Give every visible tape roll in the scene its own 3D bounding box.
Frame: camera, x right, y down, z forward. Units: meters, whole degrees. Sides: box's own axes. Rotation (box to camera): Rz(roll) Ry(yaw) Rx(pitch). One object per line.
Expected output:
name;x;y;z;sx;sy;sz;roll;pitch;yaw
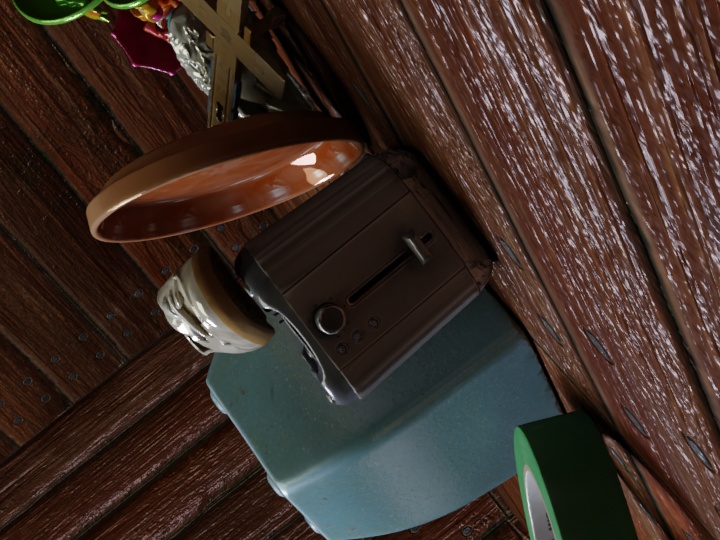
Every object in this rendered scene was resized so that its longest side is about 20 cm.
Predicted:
tape roll;0.148;0.195;1.041;0.200;0.048;0.203;166;90;-89

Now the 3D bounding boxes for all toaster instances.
toaster;0.000;0.000;0.991;0.114;0.129;0.200;53;177;-6

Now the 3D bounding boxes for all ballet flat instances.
ballet flat;-0.069;-0.137;1.181;0.072;0.072;0.200;50;-178;35

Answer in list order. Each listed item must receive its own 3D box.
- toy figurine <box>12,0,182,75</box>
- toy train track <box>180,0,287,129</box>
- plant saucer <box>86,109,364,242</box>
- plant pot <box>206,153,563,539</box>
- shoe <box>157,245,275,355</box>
toy figurine;-0.192;-0.249;1.458;0.199;0.151;0.184;20;171;36
toy train track;-0.082;-0.141;1.084;0.115;0.032;0.201;46;153;17
plant saucer;-0.095;-0.068;1.103;0.200;0.198;0.033;77;176;-83
plant pot;0.007;0.081;1.161;0.197;0.199;0.196;51;177;32
shoe;-0.093;0.030;1.006;0.070;0.053;0.200;52;177;2
